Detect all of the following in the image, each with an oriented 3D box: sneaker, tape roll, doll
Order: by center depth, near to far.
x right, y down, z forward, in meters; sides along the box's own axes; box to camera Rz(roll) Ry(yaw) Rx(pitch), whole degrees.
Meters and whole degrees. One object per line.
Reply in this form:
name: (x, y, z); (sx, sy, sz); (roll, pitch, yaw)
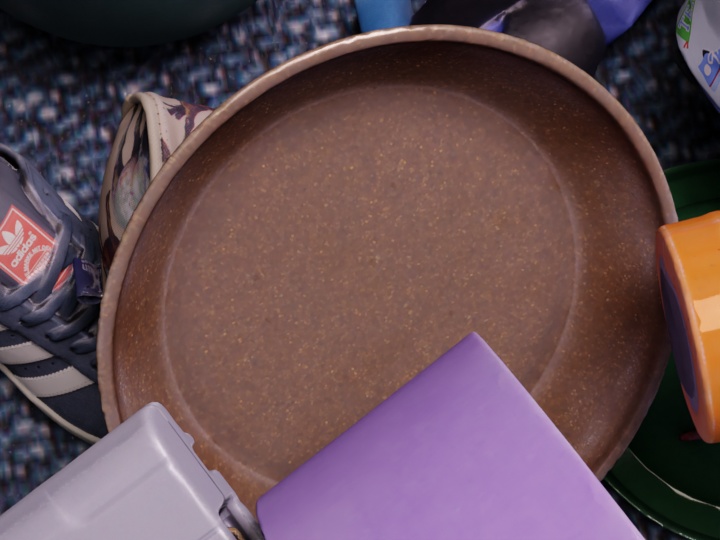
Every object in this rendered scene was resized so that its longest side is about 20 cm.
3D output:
tape roll: (0.062, 0.122, 0.571); (0.085, 0.200, 0.200); (-38, 77, 0)
sneaker: (-0.117, 0.005, 0.729); (0.199, 0.085, 0.075); (29, 71, 6)
doll: (0.058, -0.100, 0.798); (0.136, 0.049, 0.200); (30, 69, 16)

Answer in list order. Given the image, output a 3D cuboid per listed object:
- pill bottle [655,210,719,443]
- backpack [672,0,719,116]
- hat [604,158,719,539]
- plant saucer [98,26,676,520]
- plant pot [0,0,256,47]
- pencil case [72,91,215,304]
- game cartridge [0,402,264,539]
pill bottle: (0.196, -0.001, 0.612); (0.199, 0.106, 0.107); (-13, 72, 3)
backpack: (0.220, -0.101, 0.718); (0.190, 0.155, 0.200); (-25, 52, -23)
hat: (0.179, 0.010, 0.700); (0.199, 0.176, 0.167); (5, 73, -3)
plant saucer: (0.009, 0.013, 0.645); (0.199, 0.037, 0.201); (-7, 115, -16)
plant pot: (-0.092, -0.179, 0.754); (0.199, 0.161, 0.202); (1, 70, -4)
pencil case: (0.000, 0.000, 0.711); (0.199, 0.078, 0.090); (13, 75, -23)
game cartridge: (-0.055, 0.158, 0.603); (0.133, 0.041, 0.200); (-37, 92, 14)
